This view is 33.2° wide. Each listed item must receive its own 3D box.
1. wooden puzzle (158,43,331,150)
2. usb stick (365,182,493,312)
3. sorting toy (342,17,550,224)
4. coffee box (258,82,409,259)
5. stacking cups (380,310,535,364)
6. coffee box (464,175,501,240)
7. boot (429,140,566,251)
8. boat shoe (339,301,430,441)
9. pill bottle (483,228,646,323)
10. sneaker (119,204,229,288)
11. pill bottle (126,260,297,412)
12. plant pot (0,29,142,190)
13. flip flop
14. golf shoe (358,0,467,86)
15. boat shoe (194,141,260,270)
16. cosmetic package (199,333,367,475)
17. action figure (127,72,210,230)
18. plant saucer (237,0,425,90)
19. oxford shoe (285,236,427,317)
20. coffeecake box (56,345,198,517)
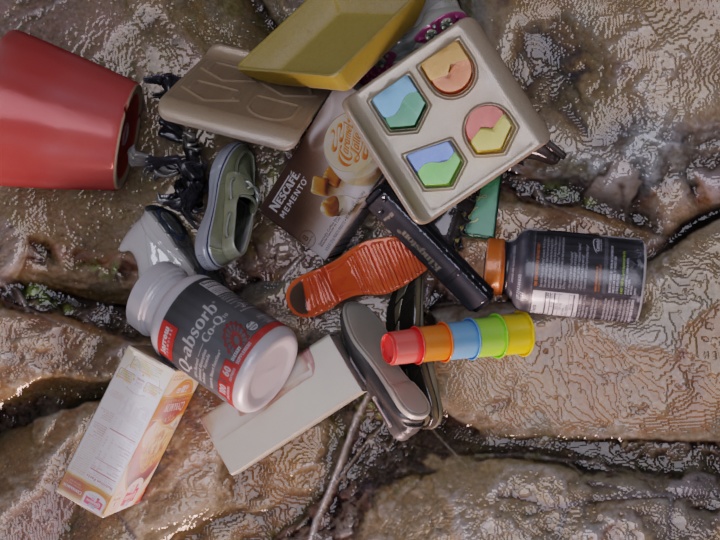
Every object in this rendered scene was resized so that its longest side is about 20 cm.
[{"bbox_3d":[-0.143,-0.216,1.557,0.183,0.201,0.047,14,126,7],"label":"wooden puzzle"},{"bbox_3d":[0.086,-0.028,1.495,0.200,0.055,0.033,45,65,-4],"label":"usb stick"},{"bbox_3d":[0.103,-0.184,1.463,0.199,0.036,0.186,-33,82,0],"label":"sorting toy"},{"bbox_3d":[-0.026,-0.129,1.551,0.114,0.080,0.201,37,104,8],"label":"coffee box"},{"bbox_3d":[0.119,0.084,1.509,0.197,0.060,0.061,-2,86,-24],"label":"stacking cups"},{"bbox_3d":[0.127,-0.145,1.574,0.121,0.044,0.203,5,87,7],"label":"coffee box"},{"bbox_3d":[0.144,-0.108,1.521,0.198,0.069,0.176,18,94,11],"label":"boot"},{"bbox_3d":[0.019,0.128,1.541,0.201,0.066,0.057,58,132,33],"label":"boat shoe"},{"bbox_3d":[0.253,0.003,1.520,0.197,0.106,0.108,6,87,6],"label":"pill bottle"},{"bbox_3d":[-0.241,0.012,1.602,0.087,0.074,0.201,-40,79,18],"label":"sneaker"},{"bbox_3d":[-0.185,0.077,1.483,0.199,0.116,0.117,30,90,23],"label":"pill bottle"},{"bbox_3d":[-0.385,-0.193,1.569,0.175,0.200,0.203,12,88,-2],"label":"plant pot"},{"bbox_3d":[0.081,0.102,1.555,0.057,0.081,0.203,-4,75,-29],"label":"flip flop"},{"bbox_3d":[0.046,-0.301,1.588,0.198,0.075,0.092,-25,55,10],"label":"golf shoe"},{"bbox_3d":[-0.158,-0.085,1.552,0.061,0.072,0.202,-10,51,24],"label":"boat shoe"},{"bbox_3d":[-0.095,0.170,1.551,0.199,0.103,0.088,-32,83,2],"label":"cosmetic package"},{"bbox_3d":[-0.249,-0.147,1.584,0.100,0.119,0.203,-7,76,-4],"label":"action figure"},{"bbox_3d":[-0.028,-0.292,1.527,0.200,0.199,0.049,-48,127,-25],"label":"plant saucer"},{"bbox_3d":[0.000,0.000,1.560,0.197,0.073,0.072,-18,95,10],"label":"oxford shoe"},{"bbox_3d":[-0.289,0.200,1.544,0.072,0.153,0.202,27,90,7],"label":"coffeecake box"}]
